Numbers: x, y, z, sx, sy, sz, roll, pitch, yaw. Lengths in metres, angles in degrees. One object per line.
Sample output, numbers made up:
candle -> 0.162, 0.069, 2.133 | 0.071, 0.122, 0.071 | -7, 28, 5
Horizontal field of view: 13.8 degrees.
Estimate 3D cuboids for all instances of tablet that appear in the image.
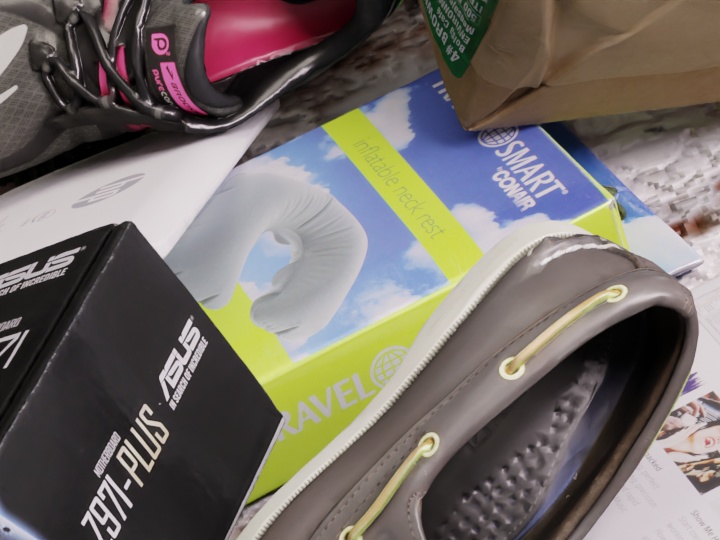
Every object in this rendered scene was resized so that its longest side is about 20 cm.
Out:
tablet -> -0.104, -0.015, 1.036 | 0.130, 0.014, 0.200 | -21, 14, 16

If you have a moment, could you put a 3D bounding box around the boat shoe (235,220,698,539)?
boat shoe -> 0.019, 0.076, 0.831 | 0.201, 0.072, 0.061 | -55, 31, -5

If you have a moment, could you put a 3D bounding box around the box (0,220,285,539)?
box -> -0.144, 0.091, 0.874 | 0.200, 0.086, 0.164 | -18, 30, 36

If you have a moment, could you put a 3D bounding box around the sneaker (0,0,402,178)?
sneaker -> -0.077, -0.083, 1.063 | 0.200, 0.077, 0.084 | -23, 19, 7

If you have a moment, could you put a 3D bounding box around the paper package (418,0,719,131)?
paper package -> 0.102, -0.164, 1.026 | 0.190, 0.104, 0.200 | -8, 62, -15

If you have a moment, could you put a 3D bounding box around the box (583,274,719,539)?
box -> 0.132, 0.052, 0.889 | 0.200, 0.036, 0.144 | -26, 36, -7

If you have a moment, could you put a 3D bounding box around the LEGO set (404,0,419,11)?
LEGO set -> 0.044, -0.167, 1.188 | 0.153, 0.116, 0.200 | -9, 23, -29

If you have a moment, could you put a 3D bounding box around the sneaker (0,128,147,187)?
sneaker -> -0.092, -0.115, 1.153 | 0.200, 0.070, 0.094 | -38, 37, 14

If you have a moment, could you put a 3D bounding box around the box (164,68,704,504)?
box -> 0.000, 0.000, 1.011 | 0.200, 0.048, 0.122 | -27, 36, -9
